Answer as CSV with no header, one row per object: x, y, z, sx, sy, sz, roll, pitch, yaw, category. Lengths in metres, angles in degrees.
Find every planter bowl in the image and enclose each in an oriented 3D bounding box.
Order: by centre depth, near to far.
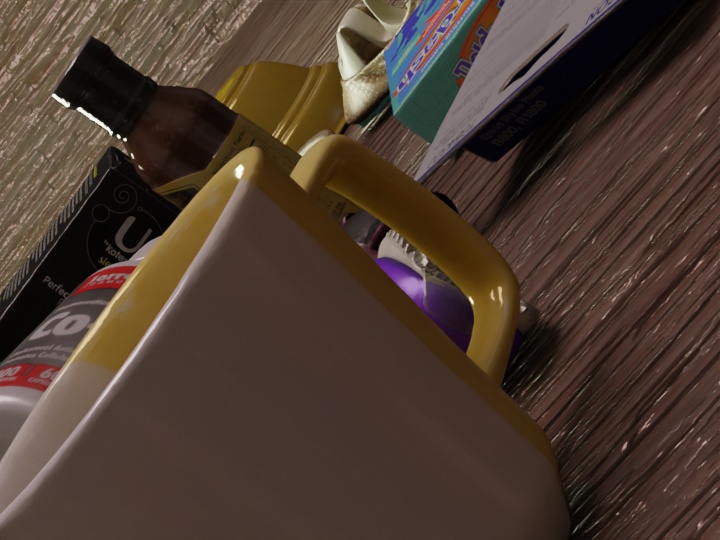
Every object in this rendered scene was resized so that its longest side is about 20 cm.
-0.083,-0.098,1.887,0.200,0.083,0.200,-52,10,13,planter bowl

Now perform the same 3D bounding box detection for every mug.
-0.008,0.050,0.778,0.187,0.153,0.149,-55,9,-10,mug

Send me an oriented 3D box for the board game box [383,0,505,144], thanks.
0.076,-0.156,1.422,0.152,0.045,0.200,-52,10,11,board game box

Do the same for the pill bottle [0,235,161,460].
-0.123,0.065,1.268,0.114,0.114,0.200,-47,3,36,pill bottle

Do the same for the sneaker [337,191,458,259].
0.000,0.000,1.225,0.115,0.076,0.200,-40,13,5,sneaker

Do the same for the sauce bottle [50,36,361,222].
-0.078,-0.057,1.362,0.065,0.200,0.065,-54,7,10,sauce bottle

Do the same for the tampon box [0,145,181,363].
-0.144,0.053,1.449,0.200,0.150,0.126,-53,10,4,tampon box

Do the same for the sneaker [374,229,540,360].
0.009,0.048,0.994,0.100,0.069,0.200,-63,7,-11,sneaker

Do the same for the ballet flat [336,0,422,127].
0.024,-0.162,1.638,0.200,0.065,0.071,-42,16,53,ballet flat

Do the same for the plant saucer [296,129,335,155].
-0.070,-0.008,1.671,0.200,0.029,0.200,-52,10,12,plant saucer

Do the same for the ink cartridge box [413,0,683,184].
0.118,-0.135,1.157,0.196,0.043,0.200,-41,18,49,ink cartridge box
